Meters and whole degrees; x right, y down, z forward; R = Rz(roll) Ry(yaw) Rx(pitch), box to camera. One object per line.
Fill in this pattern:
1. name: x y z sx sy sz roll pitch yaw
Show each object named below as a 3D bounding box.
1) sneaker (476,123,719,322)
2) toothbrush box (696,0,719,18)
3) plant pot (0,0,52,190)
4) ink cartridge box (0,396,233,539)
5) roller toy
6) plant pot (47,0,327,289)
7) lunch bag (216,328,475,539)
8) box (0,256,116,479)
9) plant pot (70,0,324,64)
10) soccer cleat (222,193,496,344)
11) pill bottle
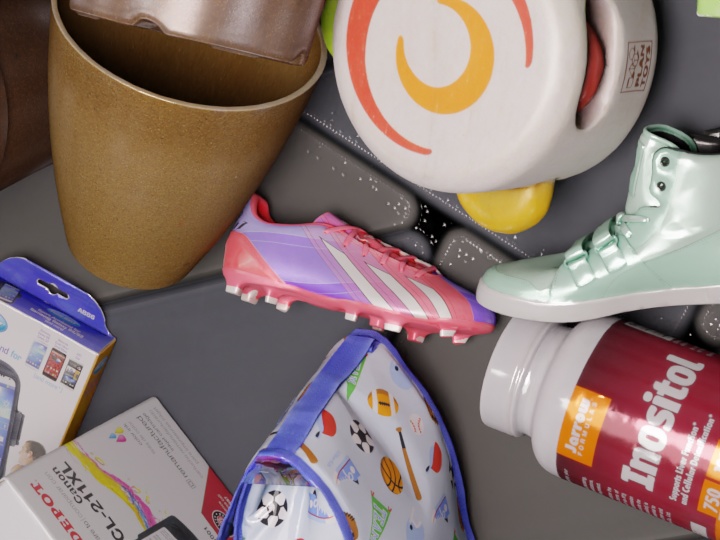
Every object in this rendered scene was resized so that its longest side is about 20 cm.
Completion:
1. sneaker: 0.166 -0.035 1.568 0.200 0.074 0.118 -7 106 14
2. toothbrush box: 0.284 -0.248 1.453 0.145 0.086 0.200 9 106 24
3. plant pot: -0.293 -0.128 1.713 0.200 0.198 0.201 8 107 25
4. ink cartridge box: -0.178 0.194 1.738 0.083 0.200 0.146 -41 84 29
5. roller toy: 0.090 -0.141 1.548 0.182 0.140 0.200 -40 73 31
6. plant pot: -0.139 -0.091 1.670 0.186 0.186 0.200 33 129 16
7. lunch bag: -0.012 0.162 1.643 0.124 0.170 0.200 2 120 24
8. box: -0.266 0.091 1.838 0.119 0.041 0.200 28 116 7
9. plant pot: -0.083 -0.238 1.503 0.200 0.200 0.199 15 96 23
10. soccer cleat: 0.000 0.000 1.678 0.200 0.067 0.077 11 84 19
11. pill bottle: 0.184 0.096 1.579 0.200 0.113 0.113 20 112 21
